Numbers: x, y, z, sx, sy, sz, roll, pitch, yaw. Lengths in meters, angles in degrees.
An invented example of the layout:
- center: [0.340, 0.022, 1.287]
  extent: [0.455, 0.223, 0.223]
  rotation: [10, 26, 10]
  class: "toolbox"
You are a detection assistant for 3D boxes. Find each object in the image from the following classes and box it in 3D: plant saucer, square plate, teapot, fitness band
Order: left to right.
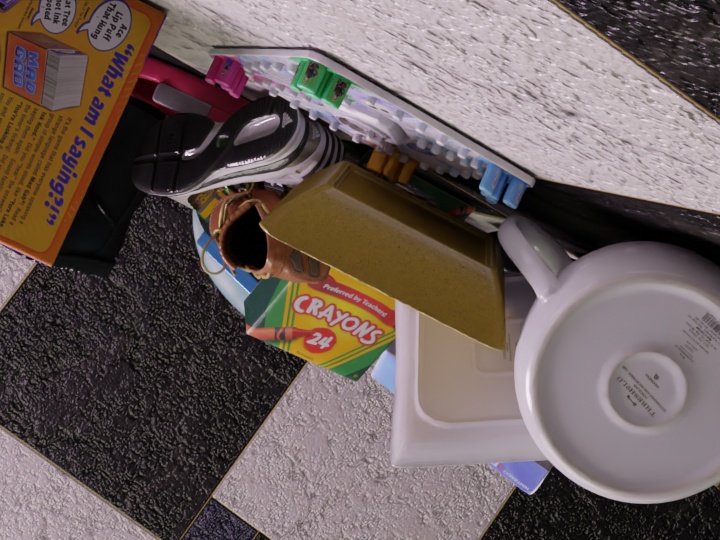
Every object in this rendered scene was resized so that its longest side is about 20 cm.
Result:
- center: [-0.135, -0.145, 1.322]
  extent: [0.198, 0.038, 0.144]
  rotation: [26, 179, -5]
  class: "fitness band"
- center: [-0.122, 0.003, 1.529]
  extent: [0.201, 0.039, 0.201]
  rotation: [48, -168, -14]
  class: "plant saucer"
- center: [0.033, -0.024, 1.095]
  extent: [0.198, 0.049, 0.200]
  rotation: [27, -167, -1]
  class: "plant saucer"
- center: [0.122, 0.068, 1.165]
  extent: [0.196, 0.201, 0.029]
  rotation: [-5, 137, 8]
  class: "square plate"
- center: [0.201, 0.060, 1.042]
  extent: [0.195, 0.202, 0.146]
  rotation: [-2, -165, 7]
  class: "teapot"

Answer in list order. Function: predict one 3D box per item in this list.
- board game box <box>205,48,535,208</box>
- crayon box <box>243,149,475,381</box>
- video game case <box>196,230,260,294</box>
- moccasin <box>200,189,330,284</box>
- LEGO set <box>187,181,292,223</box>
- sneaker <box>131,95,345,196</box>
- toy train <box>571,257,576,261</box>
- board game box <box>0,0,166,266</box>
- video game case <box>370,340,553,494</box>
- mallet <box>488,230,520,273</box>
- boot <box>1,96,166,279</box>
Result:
- center: [0.000, -0.105, 1.047]
  extent: [0.199, 0.026, 0.200]
  rotation: [26, 176, -28]
  class: "board game box"
- center: [0.000, 0.000, 1.274]
  extent: [0.126, 0.200, 0.051]
  rotation: [25, -148, -26]
  class: "crayon box"
- center: [-0.075, 0.018, 1.463]
  extent: [0.143, 0.018, 0.200]
  rotation: [42, -170, 16]
  class: "video game case"
- center: [-0.094, -0.028, 1.237]
  extent: [0.077, 0.075, 0.201]
  rotation: [3, -164, -25]
  class: "moccasin"
- center: [-0.092, -0.089, 1.446]
  extent: [0.154, 0.116, 0.200]
  rotation: [43, -173, -9]
  class: "LEGO set"
- center: [-0.098, -0.087, 1.228]
  extent: [0.199, 0.077, 0.115]
  rotation: [-7, 157, 38]
  class: "sneaker"
- center: [0.237, 0.069, 1.270]
  extent: [0.198, 0.115, 0.085]
  rotation: [21, -156, 3]
  class: "toy train"
- center: [-0.285, -0.137, 1.085]
  extent: [0.198, 0.202, 0.200]
  rotation: [25, 176, -13]
  class: "board game box"
- center: [0.135, 0.110, 1.456]
  extent: [0.199, 0.046, 0.181]
  rotation: [37, -141, 9]
  class: "video game case"
- center: [0.198, 0.011, 1.344]
  extent: [0.198, 0.042, 0.066]
  rotation: [22, 176, -22]
  class: "mallet"
- center: [-0.250, -0.087, 1.290]
  extent: [0.076, 0.169, 0.200]
  rotation: [28, -177, 22]
  class: "boot"
